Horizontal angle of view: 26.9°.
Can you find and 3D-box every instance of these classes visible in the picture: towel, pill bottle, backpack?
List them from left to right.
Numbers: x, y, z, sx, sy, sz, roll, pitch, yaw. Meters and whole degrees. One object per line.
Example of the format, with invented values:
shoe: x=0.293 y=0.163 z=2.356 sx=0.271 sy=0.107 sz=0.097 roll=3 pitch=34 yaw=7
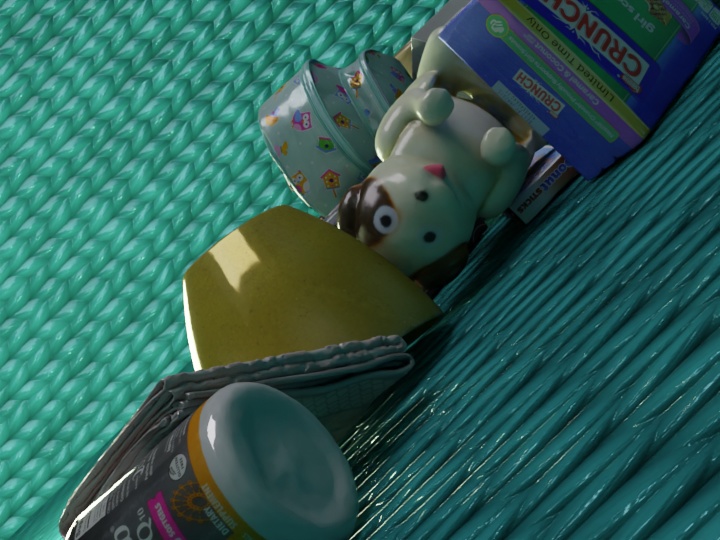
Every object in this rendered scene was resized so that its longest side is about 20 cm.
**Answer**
pill bottle: x=-0.105 y=0.166 z=0.900 sx=0.200 sy=0.116 sz=0.116 roll=-42 pitch=5 yaw=25
towel: x=-0.082 y=0.115 z=1.009 sx=0.199 sy=0.032 sz=0.191 roll=-8 pitch=-29 yaw=-39
backpack: x=-0.005 y=-0.137 z=1.569 sx=0.153 sy=0.176 sz=0.200 roll=-38 pitch=-19 yaw=30

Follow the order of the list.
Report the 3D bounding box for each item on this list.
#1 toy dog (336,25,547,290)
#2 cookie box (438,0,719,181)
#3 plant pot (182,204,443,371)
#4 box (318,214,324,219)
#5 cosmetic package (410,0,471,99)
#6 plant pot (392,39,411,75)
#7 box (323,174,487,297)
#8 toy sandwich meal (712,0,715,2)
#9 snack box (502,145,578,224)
toy dog: x=0.057 y=-0.078 z=1.251 sx=0.194 sy=0.139 sz=0.200 roll=-46 pitch=9 yaw=43
cookie box: x=0.185 y=-0.196 z=1.219 sx=0.200 sy=0.171 sz=0.075 roll=-50 pitch=4 yaw=-41
plant pot: x=-0.056 y=0.035 z=1.166 sx=0.200 sy=0.142 sz=0.200 roll=-35 pitch=-6 yaw=-4
box: x=-0.070 y=0.045 z=1.617 sx=0.200 sy=0.050 sz=0.199 roll=-48 pitch=18 yaw=18
cosmetic package: x=0.117 y=-0.194 z=1.676 sx=0.107 sy=0.090 sz=0.200 roll=-49 pitch=-32 yaw=-33
plant pot: x=0.137 y=-0.258 z=2.034 sx=0.200 sy=0.175 sz=0.200 roll=-44 pitch=5 yaw=4
box: x=0.000 y=0.000 z=1.394 sx=0.200 sy=0.115 sz=0.132 roll=-48 pitch=7 yaw=-39
toy sandwich meal: x=0.249 y=-0.245 z=1.410 sx=0.205 sy=0.070 sz=0.205 roll=-27 pitch=-4 yaw=-2
snack box: x=0.151 y=-0.080 z=1.354 sx=0.072 sy=0.024 sz=0.200 roll=-45 pitch=5 yaw=2
